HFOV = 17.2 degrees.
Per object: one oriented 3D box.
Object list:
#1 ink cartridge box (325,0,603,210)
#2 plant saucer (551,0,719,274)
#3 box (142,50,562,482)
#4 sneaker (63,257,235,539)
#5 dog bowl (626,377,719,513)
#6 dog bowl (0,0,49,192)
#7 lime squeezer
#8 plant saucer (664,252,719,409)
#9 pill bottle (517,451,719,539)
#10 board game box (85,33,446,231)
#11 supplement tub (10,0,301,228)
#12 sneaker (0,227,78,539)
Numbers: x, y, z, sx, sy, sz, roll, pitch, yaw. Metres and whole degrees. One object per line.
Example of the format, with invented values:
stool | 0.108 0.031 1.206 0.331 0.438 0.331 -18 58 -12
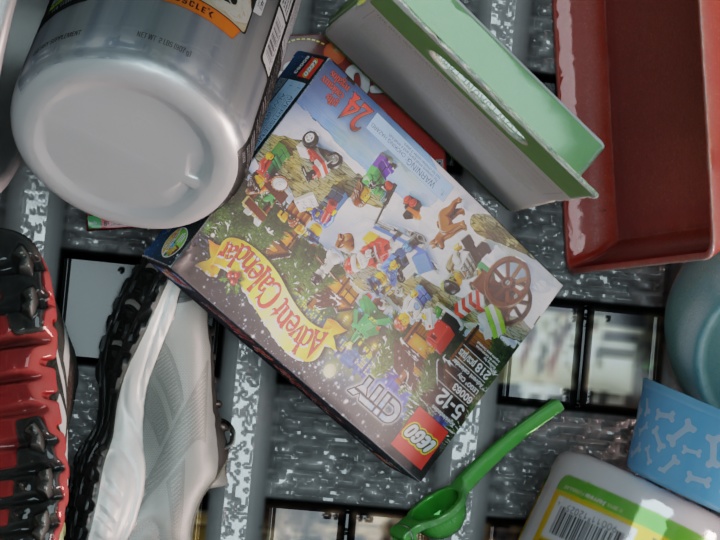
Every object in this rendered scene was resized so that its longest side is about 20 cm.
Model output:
ink cartridge box | 0.059 -0.097 1.207 0.146 0.200 0.048 44 82 -6
plant saucer | 0.154 -0.102 1.250 0.037 0.200 0.200 -2 88 -17
box | 0.000 0.000 1.261 0.200 0.038 0.137 42 79 -29
sneaker | -0.102 0.070 1.273 0.079 0.074 0.201 13 92 -18
dog bowl | 0.230 0.119 1.247 0.199 0.111 0.050 24 89 0
dog bowl | -0.189 -0.128 1.193 0.058 0.200 0.201 15 86 0
lime squeezer | 0.049 0.154 1.304 0.070 0.038 0.201 22 84 -7
plant saucer | 0.259 0.050 1.273 0.200 0.200 0.027 29 44 -6
pill bottle | 0.115 0.208 1.275 0.111 0.111 0.200 26 85 -7
board game box | -0.053 -0.077 1.307 0.199 0.019 0.103 -3 87 -9
supplement tub | -0.096 -0.130 1.214 0.122 0.123 0.200 20 48 -7
sneaker | -0.181 0.084 1.234 0.071 0.098 0.201 -5 74 3
